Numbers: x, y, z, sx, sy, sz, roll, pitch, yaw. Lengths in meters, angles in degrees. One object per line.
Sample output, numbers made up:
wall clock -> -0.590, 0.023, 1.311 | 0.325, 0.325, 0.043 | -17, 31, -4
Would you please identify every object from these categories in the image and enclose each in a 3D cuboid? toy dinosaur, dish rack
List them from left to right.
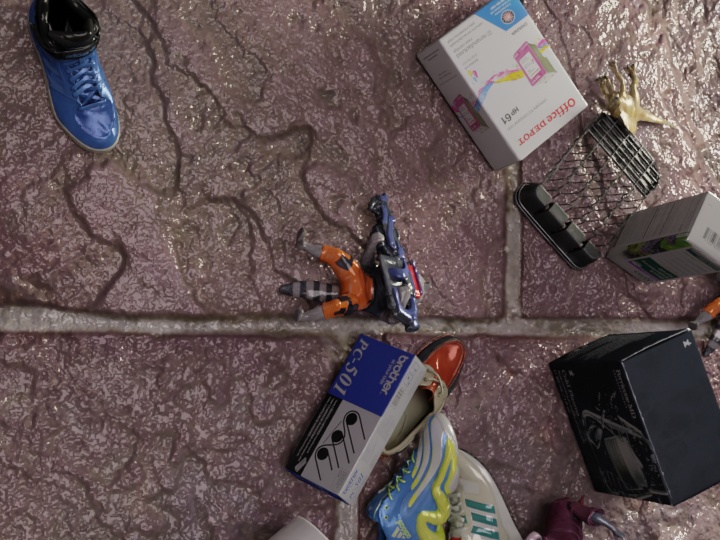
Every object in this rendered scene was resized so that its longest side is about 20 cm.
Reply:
dish rack -> 0.332, -0.120, 1.610 | 0.154, 0.054, 0.200 | 47, 70, -12
toy dinosaur -> 0.386, -0.244, 1.635 | 0.199, 0.058, 0.102 | 2, 68, -53

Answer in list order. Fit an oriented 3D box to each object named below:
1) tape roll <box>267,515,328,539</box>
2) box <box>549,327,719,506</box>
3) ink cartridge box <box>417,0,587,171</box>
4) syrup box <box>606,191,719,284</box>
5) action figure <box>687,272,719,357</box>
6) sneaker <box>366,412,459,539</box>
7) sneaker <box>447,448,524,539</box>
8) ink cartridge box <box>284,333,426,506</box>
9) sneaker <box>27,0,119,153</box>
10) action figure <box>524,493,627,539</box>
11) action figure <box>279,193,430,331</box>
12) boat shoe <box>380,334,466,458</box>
tape roll -> -0.042, 0.395, 1.344 | 0.071, 0.202, 0.203 | -35, 97, -20
box -> 0.379, 0.193, 1.518 | 0.123, 0.196, 0.202 | -21, 91, -20
ink cartridge box -> 0.198, -0.262, 1.557 | 0.144, 0.085, 0.201 | -38, 99, -19
syrup box -> 0.435, -0.041, 1.559 | 0.078, 0.200, 0.082 | 33, 74, -13
action figure -> 0.541, 0.023, 1.667 | 0.199, 0.105, 0.194 | 27, 67, 10
sneaker -> 0.065, 0.282, 1.442 | 0.104, 0.076, 0.202 | 1, 100, -19
sneaker -> 0.144, 0.332, 1.486 | 0.093, 0.070, 0.201 | -32, 99, -26
ink cartridge box -> -0.005, 0.187, 1.432 | 0.201, 0.093, 0.044 | -60, 143, -16
sneaker -> -0.340, -0.242, 1.346 | 0.076, 0.111, 0.202 | -20, 92, -20
action figure -> 0.261, 0.363, 1.493 | 0.148, 0.134, 0.201 | 30, 32, -4
action figure -> 0.000, 0.000, 1.466 | 0.192, 0.105, 0.202 | 11, 55, -25
boat shoe -> 0.078, 0.165, 1.484 | 0.071, 0.063, 0.200 | 45, 71, -8
